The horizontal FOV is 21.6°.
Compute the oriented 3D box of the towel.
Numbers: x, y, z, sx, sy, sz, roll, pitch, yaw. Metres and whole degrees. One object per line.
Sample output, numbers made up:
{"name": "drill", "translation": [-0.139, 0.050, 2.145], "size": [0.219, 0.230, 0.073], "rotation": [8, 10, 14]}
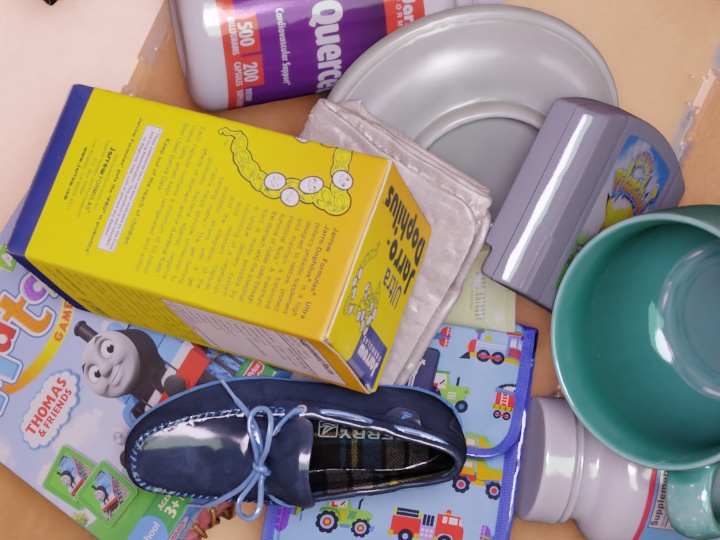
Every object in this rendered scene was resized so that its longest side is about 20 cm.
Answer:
{"name": "towel", "translation": [-0.013, 0.006, 1.146], "size": [0.133, 0.034, 0.200], "rotation": [35, 109, 15]}

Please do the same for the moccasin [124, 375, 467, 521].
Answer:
{"name": "moccasin", "translation": [-0.036, 0.099, 1.091], "size": [0.200, 0.068, 0.080], "rotation": [-8, 112, -7]}

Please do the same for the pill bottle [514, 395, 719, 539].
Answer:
{"name": "pill bottle", "translation": [0.206, 0.134, 1.240], "size": [0.200, 0.109, 0.109], "rotation": [7, 93, -9]}

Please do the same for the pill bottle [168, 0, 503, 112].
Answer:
{"name": "pill bottle", "translation": [-0.017, -0.169, 1.178], "size": [0.200, 0.112, 0.112], "rotation": [-11, 96, -8]}

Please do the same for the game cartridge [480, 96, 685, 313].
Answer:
{"name": "game cartridge", "translation": [0.146, -0.034, 1.183], "size": [0.040, 0.200, 0.133], "rotation": [22, 89, 27]}

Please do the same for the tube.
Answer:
{"name": "tube", "translation": [0.000, 0.000, 1.193], "size": [0.200, 0.058, 0.052], "rotation": [7, 87, 9]}

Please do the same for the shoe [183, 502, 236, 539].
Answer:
{"name": "shoe", "translation": [-0.105, 0.147, 1.210], "size": [0.091, 0.071, 0.200], "rotation": [7, 89, -4]}

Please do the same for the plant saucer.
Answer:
{"name": "plant saucer", "translation": [0.071, -0.070, 1.179], "size": [0.200, 0.050, 0.200], "rotation": [-8, 130, -9]}

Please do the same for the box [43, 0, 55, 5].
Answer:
{"name": "box", "translation": [-0.179, -0.299, 1.136], "size": [0.197, 0.124, 0.200], "rotation": [-40, 99, -2]}

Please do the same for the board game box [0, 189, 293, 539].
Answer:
{"name": "board game box", "translation": [-0.164, 0.067, 1.165], "size": [0.200, 0.037, 0.151], "rotation": [35, 97, 16]}

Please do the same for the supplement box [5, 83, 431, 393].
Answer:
{"name": "supplement box", "translation": [-0.077, -0.018, 1.072], "size": [0.200, 0.109, 0.110], "rotation": [15, 75, 19]}

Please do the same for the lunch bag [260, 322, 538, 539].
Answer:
{"name": "lunch bag", "translation": [0.029, 0.107, 1.213], "size": [0.151, 0.094, 0.200], "rotation": [7, 74, 7]}

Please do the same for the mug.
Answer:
{"name": "mug", "translation": [0.202, 0.050, 1.151], "size": [0.152, 0.114, 0.185], "rotation": [33, 114, 27]}
